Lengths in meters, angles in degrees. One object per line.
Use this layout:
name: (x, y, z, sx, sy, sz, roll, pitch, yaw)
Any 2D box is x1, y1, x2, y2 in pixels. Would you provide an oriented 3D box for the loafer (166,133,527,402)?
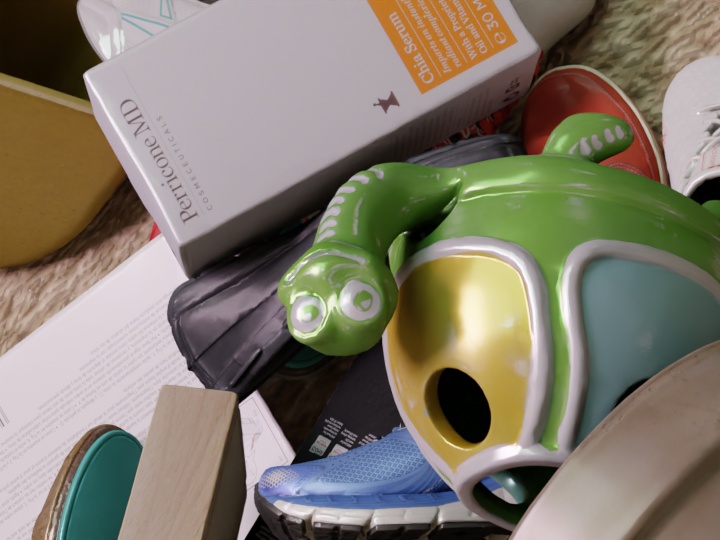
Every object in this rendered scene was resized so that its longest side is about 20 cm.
loafer: (0.000, 0.000, 1.092, 0.200, 0.068, 0.071, -30, 82, 17)

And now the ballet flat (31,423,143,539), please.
ballet flat: (-0.141, 0.181, 1.143, 0.072, 0.067, 0.202, -21, 69, 47)

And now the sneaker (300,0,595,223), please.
sneaker: (0.052, -0.073, 1.171, 0.200, 0.067, 0.108, -26, 81, -10)

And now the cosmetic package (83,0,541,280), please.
cosmetic package: (-0.023, -0.092, 1.102, 0.199, 0.071, 0.102, -30, 79, -7)

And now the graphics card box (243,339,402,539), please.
graphics card box: (0.012, 0.122, 1.066, 0.125, 0.051, 0.201, 22, 79, 51)

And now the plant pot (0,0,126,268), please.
plant pot: (-0.241, -0.114, 1.385, 0.195, 0.194, 0.200, -91, 26, -43)

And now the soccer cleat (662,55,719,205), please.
soccer cleat: (0.168, -0.036, 1.002, 0.068, 0.085, 0.201, -33, 43, 23)

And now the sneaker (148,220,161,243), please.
sneaker: (-0.090, -0.029, 1.289, 0.115, 0.078, 0.201, -9, 56, 64)

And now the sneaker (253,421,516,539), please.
sneaker: (0.051, 0.078, 0.985, 0.198, 0.079, 0.090, -10, 64, -2)

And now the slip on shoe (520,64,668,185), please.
slip on shoe: (0.106, -0.027, 1.077, 0.074, 0.061, 0.201, -30, 44, 27)

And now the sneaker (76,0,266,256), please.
sneaker: (-0.086, -0.095, 1.202, 0.080, 0.070, 0.201, -32, 57, 7)

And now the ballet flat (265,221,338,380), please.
ballet flat: (-0.019, -0.024, 1.214, 0.064, 0.067, 0.201, -40, 30, 61)

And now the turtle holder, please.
turtle holder: (0.070, 0.022, 0.869, 0.140, 0.186, 0.133, -10, 57, 27)

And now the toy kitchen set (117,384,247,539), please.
toy kitchen set: (-0.165, 0.167, 1.065, 0.198, 0.164, 0.181, 6, 49, 7)

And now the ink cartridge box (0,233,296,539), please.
ink cartridge box: (-0.123, 0.106, 1.195, 0.199, 0.045, 0.177, -36, 78, 19)

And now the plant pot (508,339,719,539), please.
plant pot: (0.160, 0.152, 0.806, 0.173, 0.200, 0.200, 38, 90, 36)
